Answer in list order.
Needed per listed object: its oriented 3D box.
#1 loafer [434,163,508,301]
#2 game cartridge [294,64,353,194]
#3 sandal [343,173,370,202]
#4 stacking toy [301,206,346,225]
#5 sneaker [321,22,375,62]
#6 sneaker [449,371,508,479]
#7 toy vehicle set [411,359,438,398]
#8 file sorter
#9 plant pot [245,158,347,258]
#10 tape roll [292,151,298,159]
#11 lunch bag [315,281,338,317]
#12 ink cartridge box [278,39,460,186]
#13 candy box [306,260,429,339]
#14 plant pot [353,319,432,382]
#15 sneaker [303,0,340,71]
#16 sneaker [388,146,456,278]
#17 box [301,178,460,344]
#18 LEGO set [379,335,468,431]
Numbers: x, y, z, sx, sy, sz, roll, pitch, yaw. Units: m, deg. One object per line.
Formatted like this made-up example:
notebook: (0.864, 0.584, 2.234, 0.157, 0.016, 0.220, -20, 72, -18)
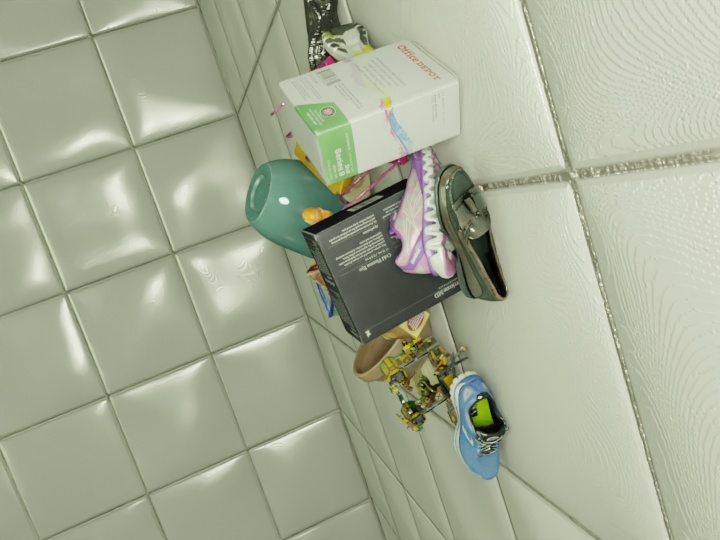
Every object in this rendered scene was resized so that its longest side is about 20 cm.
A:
loafer: (0.154, -0.046, 0.833, 0.063, 0.072, 0.202, 19, 138, 48)
game cartridge: (-0.057, -0.269, 1.212, 0.176, 0.032, 0.202, 47, 138, 34)
sandal: (-0.024, -0.229, 1.240, 0.070, 0.077, 0.215, -136, 33, -74)
stacking toy: (-0.006, -0.073, 1.078, 0.116, 0.197, 0.111, -140, 62, -66)
sneaker: (-0.006, -0.324, 1.019, 0.085, 0.074, 0.201, 83, 161, -49)
sneaker: (0.202, 0.276, 1.070, 0.089, 0.078, 0.203, -134, 27, -66)
toy vehicle set: (0.114, 0.184, 1.415, 0.125, 0.026, 0.202, 99, 148, -65)
file sorter: (-0.042, -0.222, 1.043, 0.200, 0.125, 0.139, 50, 180, -16)
plant pot: (-0.147, -0.141, 1.333, 0.200, 0.159, 0.204, -29, 55, 51)
tape roll: (-0.114, -0.195, 1.552, 0.202, 0.070, 0.206, -10, -90, -87)
lunch bag: (0.000, 0.000, 1.284, 0.200, 0.168, 0.129, 105, 143, -66)
ink cartridge box: (0.013, -0.213, 0.833, 0.146, 0.198, 0.088, 56, 165, 43)
candy box: (0.012, 0.041, 1.105, 0.199, 0.056, 0.115, 41, 160, -16)
plant pot: (0.079, 0.146, 1.248, 0.092, 0.202, 0.201, 36, 173, -11)
sneaker: (-0.064, -0.427, 1.124, 0.091, 0.075, 0.203, -124, 30, -74)
sneaker: (0.079, -0.083, 0.892, 0.080, 0.087, 0.203, 26, -122, -60)
box: (0.038, -0.019, 0.986, 0.184, 0.198, 0.104, 66, 168, -13)
LEGO set: (0.130, 0.223, 1.141, 0.116, 0.152, 0.202, 52, 162, 52)
